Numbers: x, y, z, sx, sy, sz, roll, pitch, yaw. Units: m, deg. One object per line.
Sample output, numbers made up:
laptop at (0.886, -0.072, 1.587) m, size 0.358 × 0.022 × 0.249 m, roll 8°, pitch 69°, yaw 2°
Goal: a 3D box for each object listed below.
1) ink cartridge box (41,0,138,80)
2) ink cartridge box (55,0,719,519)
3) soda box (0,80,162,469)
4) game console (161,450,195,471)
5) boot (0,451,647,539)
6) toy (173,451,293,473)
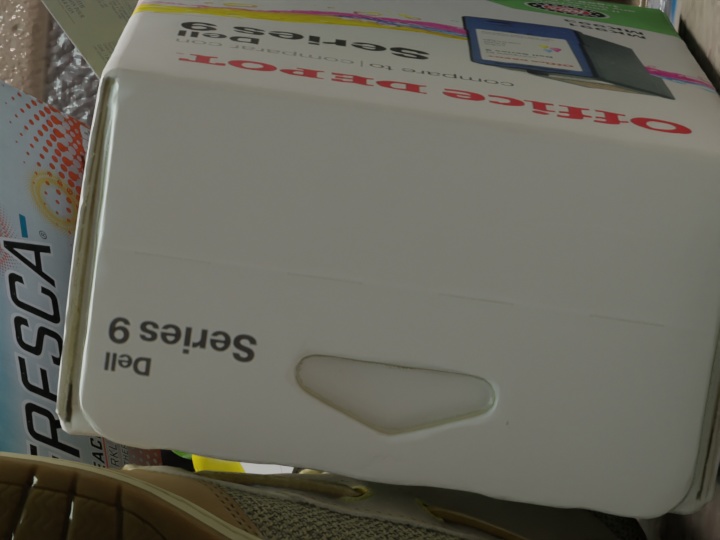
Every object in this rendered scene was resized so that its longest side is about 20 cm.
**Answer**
ink cartridge box at (-0.074, -0.113, 0.974) m, size 0.200 × 0.044 × 0.095 m, roll 56°, pitch -153°, yaw -56°
ink cartridge box at (0.011, -0.017, 0.691) m, size 0.200 × 0.144 × 0.088 m, roll -86°, pitch 4°, yaw -74°
soda box at (-0.096, 0.044, 0.733) m, size 0.063 × 0.068 × 0.201 m, roll -37°, pitch 47°, yaw 27°
game console at (-0.048, 0.168, 1.229) m, size 0.200 × 0.116 × 0.177 m, roll -37°, pitch -38°, yaw -43°
boot at (-0.022, 0.070, 0.656) m, size 0.155 × 0.198 × 0.073 m, roll -85°, pitch 7°, yaw -79°
toy at (0.009, 0.084, 0.875) m, size 0.200 × 0.047 × 0.116 m, roll 35°, pitch 149°, yaw 44°
